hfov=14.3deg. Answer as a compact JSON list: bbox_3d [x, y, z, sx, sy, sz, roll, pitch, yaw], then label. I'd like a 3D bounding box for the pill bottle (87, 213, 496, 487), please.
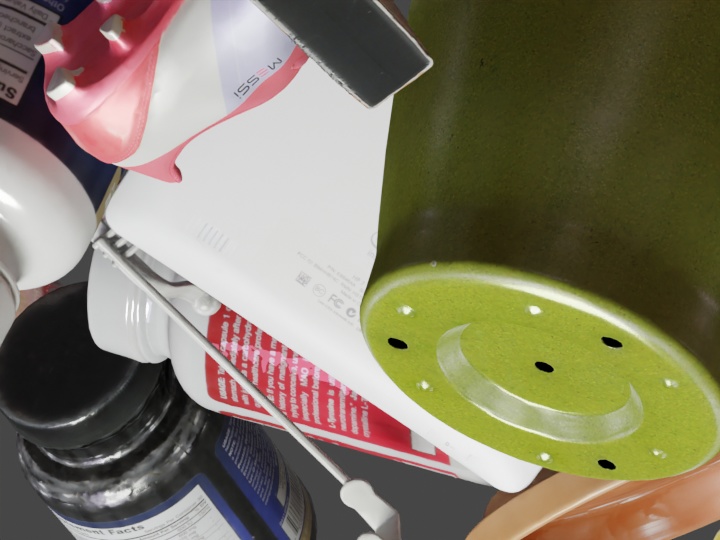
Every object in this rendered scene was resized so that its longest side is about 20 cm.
[{"bbox_3d":[-0.012,0.018,1.253,0.199,0.113,0.112,14,152,15],"label":"pill bottle"}]

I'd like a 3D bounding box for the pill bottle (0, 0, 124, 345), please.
[{"bbox_3d":[-0.140,-0.063,1.108,0.111,0.201,0.111,17,153,9],"label":"pill bottle"}]

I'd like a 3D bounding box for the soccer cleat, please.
[{"bbox_3d":[-0.029,-0.108,1.028,0.200,0.067,0.076,-39,132,18],"label":"soccer cleat"}]

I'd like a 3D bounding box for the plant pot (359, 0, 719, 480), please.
[{"bbox_3d":[0.091,-0.040,0.988,0.200,0.193,0.201,17,152,9],"label":"plant pot"}]

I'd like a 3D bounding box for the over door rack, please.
[{"bbox_3d":[0.000,0.000,1.160,0.148,0.067,0.200,-39,98,17],"label":"over door rack"}]

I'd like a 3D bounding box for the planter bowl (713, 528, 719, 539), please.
[{"bbox_3d":[0.258,0.178,1.334,0.200,0.084,0.201,8,153,4],"label":"planter bowl"}]

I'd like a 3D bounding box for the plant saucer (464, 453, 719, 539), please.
[{"bbox_3d":[0.136,0.083,1.234,0.200,0.032,0.200,-20,164,-6],"label":"plant saucer"}]

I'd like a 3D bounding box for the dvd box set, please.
[{"bbox_3d":[-0.059,-0.153,0.899,0.200,0.029,0.146,57,-173,21],"label":"dvd box set"}]

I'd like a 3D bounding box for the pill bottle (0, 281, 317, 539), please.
[{"bbox_3d":[-0.106,0.096,1.462,0.111,0.112,0.200,6,148,29],"label":"pill bottle"}]

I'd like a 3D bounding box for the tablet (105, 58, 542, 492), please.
[{"bbox_3d":[0.014,-0.015,1.112,0.200,0.014,0.130,34,108,-4],"label":"tablet"}]
